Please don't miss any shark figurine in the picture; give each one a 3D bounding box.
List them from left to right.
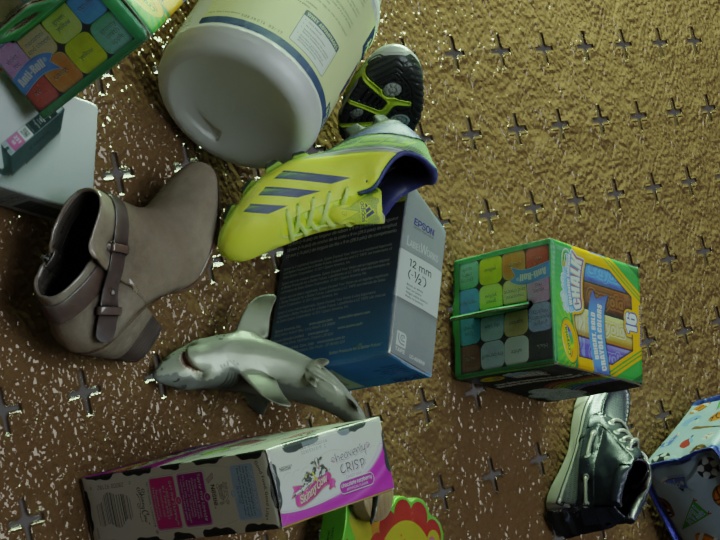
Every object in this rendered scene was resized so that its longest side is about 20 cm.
[{"bbox_3d":[-0.058,0.110,1.613,0.214,0.090,0.128,29,46,1],"label":"shark figurine"}]

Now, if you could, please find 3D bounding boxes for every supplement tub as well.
[{"bbox_3d":[-0.069,-0.200,1.649,0.145,0.145,0.200,52,46,-27],"label":"supplement tub"}]

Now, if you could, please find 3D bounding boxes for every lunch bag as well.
[{"bbox_3d":[0.410,0.253,2.124,0.170,0.124,0.200,-40,103,-49],"label":"lunch bag"}]

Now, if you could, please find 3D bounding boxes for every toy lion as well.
[{"bbox_3d":[0.010,0.277,1.691,0.192,0.068,0.200,54,44,-37],"label":"toy lion"}]

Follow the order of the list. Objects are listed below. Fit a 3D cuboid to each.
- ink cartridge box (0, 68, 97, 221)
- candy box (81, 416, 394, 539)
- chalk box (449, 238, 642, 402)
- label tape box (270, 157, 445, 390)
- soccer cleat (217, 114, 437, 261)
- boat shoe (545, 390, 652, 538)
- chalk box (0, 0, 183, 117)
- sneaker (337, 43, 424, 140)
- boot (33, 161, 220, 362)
[{"bbox_3d":[-0.283,-0.142,1.460,0.200,0.043,0.174,17,68,-47],"label":"ink cartridge box"},{"bbox_3d":[-0.094,0.163,1.478,0.136,0.199,0.061,-11,88,-50],"label":"candy box"},{"bbox_3d":[0.169,0.047,1.886,0.200,0.124,0.125,18,67,-48],"label":"chalk box"},{"bbox_3d":[0.000,0.000,1.679,0.066,0.143,0.201,31,57,-41],"label":"label tape box"},{"bbox_3d":[-0.025,-0.058,1.583,0.200,0.084,0.065,-31,149,-24],"label":"soccer cleat"},{"bbox_3d":[0.262,0.184,1.984,0.075,0.092,0.200,47,48,-31],"label":"boat shoe"},{"bbox_3d":[-0.213,-0.210,1.445,0.124,0.125,0.200,50,34,-14],"label":"chalk box"},{"bbox_3d":[0.012,-0.145,1.734,0.075,0.200,0.077,1,61,-9],"label":"sneaker"},{"bbox_3d":[-0.179,-0.025,1.501,0.146,0.070,0.201,53,51,-57],"label":"boot"}]
